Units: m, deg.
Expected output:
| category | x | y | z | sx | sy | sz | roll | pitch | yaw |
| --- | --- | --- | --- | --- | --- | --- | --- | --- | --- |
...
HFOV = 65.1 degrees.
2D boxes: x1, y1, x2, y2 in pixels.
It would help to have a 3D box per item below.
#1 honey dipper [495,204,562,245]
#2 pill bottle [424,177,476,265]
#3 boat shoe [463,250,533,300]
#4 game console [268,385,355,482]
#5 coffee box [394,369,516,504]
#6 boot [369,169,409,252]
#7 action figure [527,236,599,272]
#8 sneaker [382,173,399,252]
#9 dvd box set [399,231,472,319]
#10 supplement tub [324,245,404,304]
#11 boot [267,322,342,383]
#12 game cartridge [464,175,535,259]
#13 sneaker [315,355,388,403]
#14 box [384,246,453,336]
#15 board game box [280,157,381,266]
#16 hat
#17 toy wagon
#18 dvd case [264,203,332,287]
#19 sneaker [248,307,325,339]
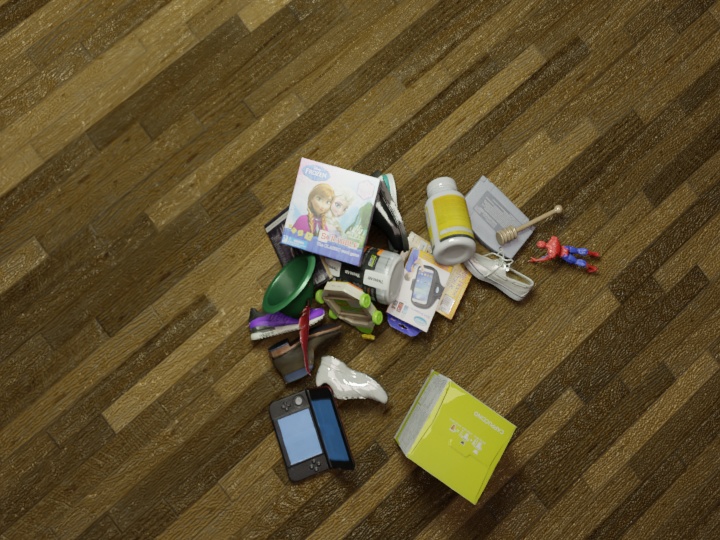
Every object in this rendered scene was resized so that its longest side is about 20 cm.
| category | x | y | z | sx | sy | sz | roll | pitch | yaw |
| --- | --- | --- | --- | --- | --- | --- | --- | --- | --- |
| honey dipper | 0.443 | -0.122 | 1.463 | 0.195 | 0.038 | 0.039 | -25 | 88 | -9 |
| pill bottle | 0.219 | -0.127 | 1.413 | 0.107 | 0.113 | 0.206 | -3 | 61 | -6 |
| boat shoe | 0.359 | -0.005 | 1.443 | 0.198 | 0.087 | 0.075 | 33 | 40 | -4 |
| game console | -0.121 | 0.399 | 1.363 | 0.167 | 0.119 | 0.207 | -18 | 87 | -7 |
| coffee box | 0.220 | 0.390 | 1.356 | 0.197 | 0.198 | 0.204 | 33 | 84 | -2 |
| boot | 0.017 | -0.117 | 1.358 | 0.154 | 0.079 | 0.217 | -26 | 86 | 3 |
| action figure | 0.526 | -0.044 | 1.492 | 0.194 | 0.098 | 0.068 | 16 | 80 | -27 |
| sneaker | 0.039 | -0.142 | 1.433 | 0.116 | 0.084 | 0.208 | -6 | 79 | -11 |
| dvd box set | 0.181 | 0.014 | 1.463 | 0.195 | 0.029 | 0.150 | 28 | 84 | -2 |
| supplement tub | 0.000 | 0.000 | 1.377 | 0.194 | 0.122 | 0.127 | 14 | 84 | 21 |
| boot | -0.125 | 0.204 | 1.407 | 0.194 | 0.075 | 0.100 | -21 | 98 | 2 |
| game cartridge | 0.352 | -0.132 | 1.489 | 0.200 | 0.040 | 0.134 | 44 | 80 | -1 |
| sneaker | -0.022 | 0.287 | 1.403 | 0.195 | 0.075 | 0.089 | 25 | 77 | 5 |
| box | 0.143 | 0.059 | 1.422 | 0.116 | 0.041 | 0.206 | 24 | 83 | -2 |
| board game box | -0.068 | -0.134 | 1.305 | 0.193 | 0.041 | 0.207 | 15 | 91 | 7 |
| hat | -0.127 | 0.090 | 1.356 | 0.200 | 0.166 | 0.176 | -45 | 117 | 1 |
| toy wagon | -0.017 | 0.100 | 1.384 | 0.201 | 0.151 | 0.040 | 54 | 53 | -41 |
| dvd case | -0.156 | -0.049 | 1.390 | 0.016 | 0.147 | 0.205 | -24 | 88 | -45 |
| sneaker | -0.187 | 0.103 | 1.402 | 0.193 | 0.070 | 0.103 | -13 | 85 | -7 |
